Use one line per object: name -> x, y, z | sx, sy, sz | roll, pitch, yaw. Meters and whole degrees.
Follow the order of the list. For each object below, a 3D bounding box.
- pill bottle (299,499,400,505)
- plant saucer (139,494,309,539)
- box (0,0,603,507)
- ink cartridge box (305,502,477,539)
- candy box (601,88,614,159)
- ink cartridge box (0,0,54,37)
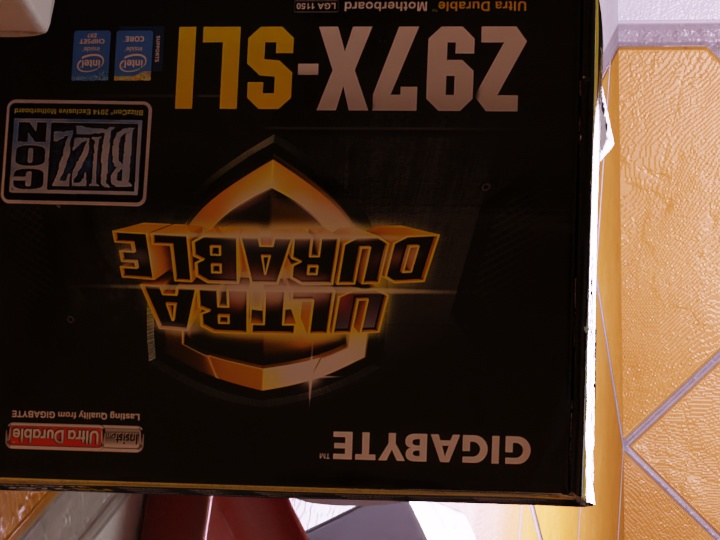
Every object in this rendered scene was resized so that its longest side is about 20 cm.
pill bottle -> 0.000, 0.000, 1.020 | 0.111, 0.110, 0.201 | 54, 33, -71
plant saucer -> -0.062, 0.175, 0.953 | 0.200, 0.036, 0.201 | 70, 23, -58
box -> -0.024, -0.008, 0.724 | 0.049, 0.199, 0.161 | 43, 49, -76
ink cartridge box -> 0.032, 0.198, 1.171 | 0.147, 0.084, 0.200 | 65, 6, 13
candy box -> 0.049, -0.066, 1.201 | 0.168, 0.071, 0.200 | -50, 157, -10
ink cartridge box -> -0.120, -0.183, 0.622 | 0.200, 0.057, 0.163 | 78, 17, -64
